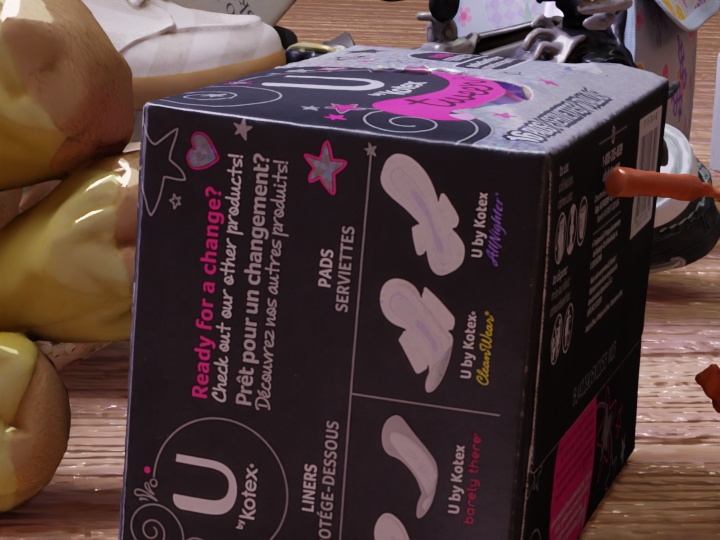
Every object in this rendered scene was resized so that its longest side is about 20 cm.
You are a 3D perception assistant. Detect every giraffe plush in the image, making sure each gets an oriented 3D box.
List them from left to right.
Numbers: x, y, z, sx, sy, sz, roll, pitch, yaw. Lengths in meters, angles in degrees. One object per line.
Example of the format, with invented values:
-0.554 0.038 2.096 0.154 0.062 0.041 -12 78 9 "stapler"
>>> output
-0.152 -0.002 0.747 0.199 0.173 0.162 -33 2 -2 "giraffe plush"

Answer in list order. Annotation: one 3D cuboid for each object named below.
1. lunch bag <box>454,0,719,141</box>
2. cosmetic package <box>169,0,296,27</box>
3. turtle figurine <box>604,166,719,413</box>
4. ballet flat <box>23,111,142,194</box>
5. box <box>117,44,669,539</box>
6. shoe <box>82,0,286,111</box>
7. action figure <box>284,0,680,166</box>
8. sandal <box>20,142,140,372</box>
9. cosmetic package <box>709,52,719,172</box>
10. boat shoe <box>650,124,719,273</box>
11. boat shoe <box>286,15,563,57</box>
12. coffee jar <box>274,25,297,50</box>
0.111 -0.117 1.186 0.126 0.202 0.169 6 10 16 "lunch bag"
-0.091 -0.130 1.004 0.073 0.104 0.200 -17 24 30 "cosmetic package"
0.153 0.044 0.677 0.161 0.065 0.200 23 -13 44 "turtle figurine"
-0.100 -0.046 0.880 0.198 0.070 0.071 5 -12 27 "ballet flat"
0.016 0.007 0.697 0.114 0.133 0.200 7 12 14 "box"
-0.119 -0.089 0.819 0.198 0.054 0.070 2 16 -19 "shoe"
0.060 -0.074 0.943 0.198 0.120 0.102 10 6 -26 "action figure"
-0.116 0.012 0.859 0.211 0.070 0.078 -8 -39 41 "sandal"
0.257 -0.051 0.903 0.150 0.052 0.199 -7 13 -42 "cosmetic package"
0.068 -0.028 1.092 0.199 0.076 0.060 7 -29 33 "boat shoe"
-0.001 -0.073 1.022 0.199 0.061 0.072 -6 12 -12 "boat shoe"
-0.121 -0.064 1.097 0.198 0.105 0.085 -2 -12 -20 "coffee jar"
